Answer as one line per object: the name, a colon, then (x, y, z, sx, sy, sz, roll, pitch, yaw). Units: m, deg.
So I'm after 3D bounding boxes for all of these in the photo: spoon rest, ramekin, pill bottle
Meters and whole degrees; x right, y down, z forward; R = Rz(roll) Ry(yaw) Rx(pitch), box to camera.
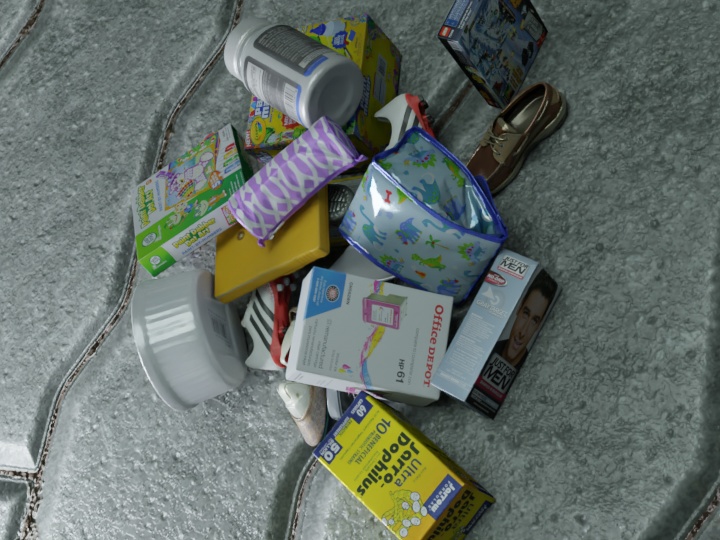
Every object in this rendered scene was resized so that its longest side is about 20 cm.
spoon rest: (0.000, 0.000, 1.642, 0.200, 0.061, 0.100, -40, 57, 10)
ramekin: (-0.242, 0.095, 1.659, 0.097, 0.201, 0.201, -19, 62, 12)
pill bottle: (-0.100, -0.285, 1.635, 0.200, 0.114, 0.114, 36, 89, 35)

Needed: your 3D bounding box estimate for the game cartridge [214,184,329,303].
game cartridge: (-0.128, -0.063, 1.650, 0.199, 0.032, 0.177, -23, 52, 29)

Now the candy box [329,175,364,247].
candy box: (-0.075, -0.082, 1.737, 0.199, 0.026, 0.103, -7, 71, 27)

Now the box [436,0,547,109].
box: (0.187, -0.331, 1.590, 0.040, 0.200, 0.137, 23, 82, 33)

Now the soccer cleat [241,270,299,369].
soccer cleat: (-0.138, 0.048, 1.683, 0.085, 0.069, 0.201, -12, 73, 27)

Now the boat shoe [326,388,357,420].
boat shoe: (-0.017, 0.108, 1.588, 0.056, 0.069, 0.201, -4, 90, 18)

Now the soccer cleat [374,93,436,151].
soccer cleat: (0.081, -0.160, 1.644, 0.085, 0.069, 0.201, -22, 75, 14)

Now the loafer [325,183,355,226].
loafer: (-0.066, -0.092, 1.682, 0.199, 0.070, 0.076, 17, 78, 48)

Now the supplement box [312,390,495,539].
supplement box: (0.055, 0.265, 1.473, 0.200, 0.109, 0.109, 38, 91, 34)

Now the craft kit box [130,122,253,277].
craft kit box: (-0.252, -0.109, 1.719, 0.197, 0.049, 0.200, -35, 37, 10)

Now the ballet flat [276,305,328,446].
ballet flat: (-0.084, 0.145, 1.603, 0.068, 0.067, 0.201, -12, 74, 53)

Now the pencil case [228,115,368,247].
pencil case: (-0.092, -0.123, 1.573, 0.200, 0.084, 0.086, -41, 71, 15)

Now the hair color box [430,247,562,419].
hair color box: (0.178, 0.083, 1.486, 0.060, 0.099, 0.201, 24, 83, 34)

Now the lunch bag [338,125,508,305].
lunch bag: (0.093, -0.063, 1.528, 0.200, 0.170, 0.127, 43, 56, 11)

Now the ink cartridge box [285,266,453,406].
ink cartridge box: (0.014, 0.090, 1.520, 0.199, 0.085, 0.145, 13, 74, -11)

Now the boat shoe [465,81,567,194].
boat shoe: (0.202, -0.186, 1.600, 0.200, 0.072, 0.076, -50, 56, 2)

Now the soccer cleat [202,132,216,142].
soccer cleat: (-0.258, -0.127, 1.844, 0.076, 0.066, 0.201, 7, 77, 62)

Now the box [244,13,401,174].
box: (-0.055, -0.259, 1.743, 0.192, 0.122, 0.201, -6, 67, 28)
